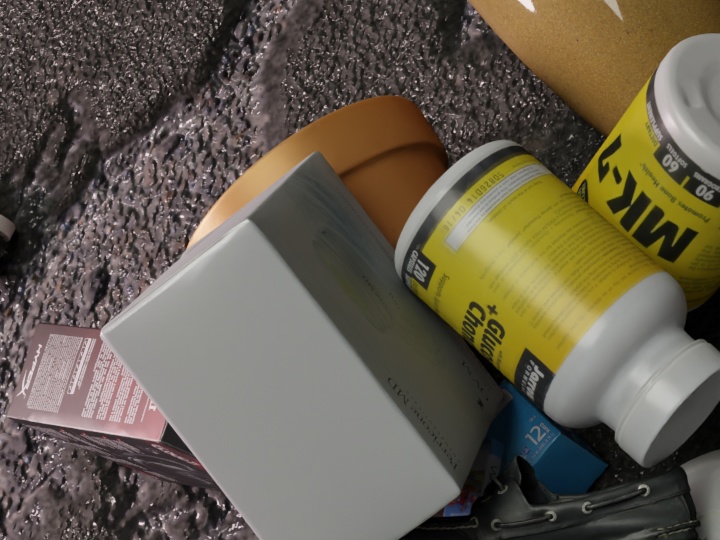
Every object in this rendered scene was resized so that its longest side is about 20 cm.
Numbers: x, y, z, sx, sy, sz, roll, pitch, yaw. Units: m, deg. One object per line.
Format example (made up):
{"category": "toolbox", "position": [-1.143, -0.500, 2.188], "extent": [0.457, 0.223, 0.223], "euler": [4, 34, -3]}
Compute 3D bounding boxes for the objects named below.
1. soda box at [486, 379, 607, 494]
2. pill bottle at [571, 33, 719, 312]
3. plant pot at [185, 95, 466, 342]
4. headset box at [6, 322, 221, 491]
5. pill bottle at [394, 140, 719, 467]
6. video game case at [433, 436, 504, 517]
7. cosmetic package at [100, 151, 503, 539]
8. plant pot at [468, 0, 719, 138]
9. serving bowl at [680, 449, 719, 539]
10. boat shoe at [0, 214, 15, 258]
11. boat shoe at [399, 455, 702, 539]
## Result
{"category": "soda box", "position": [0.065, 0.175, 1.592], "extent": [0.200, 0.068, 0.064], "euler": [-50, 49, 5]}
{"category": "pill bottle", "position": [0.196, -0.044, 1.522], "extent": [0.200, 0.114, 0.115], "euler": [-58, 41, 48]}
{"category": "plant pot", "position": [0.000, 0.000, 1.644], "extent": [0.200, 0.200, 0.140], "euler": [-42, 71, 11]}
{"category": "headset box", "position": [-0.121, 0.099, 1.667], "extent": [0.199, 0.148, 0.078], "euler": [2, 71, 49]}
{"category": "pill bottle", "position": [0.124, 0.022, 1.462], "extent": [0.200, 0.112, 0.112], "euler": [43, 96, 20]}
{"category": "video game case", "position": [0.011, 0.202, 1.560], "extent": [0.142, 0.018, 0.201], "euler": [-2, 65, 39]}
{"category": "cosmetic package", "position": [-0.028, 0.057, 1.466], "extent": [0.123, 0.200, 0.200], "euler": [-36, 95, 18]}
{"category": "plant pot", "position": [0.172, -0.178, 1.617], "extent": [0.186, 0.186, 0.201], "euler": [-34, 68, 16]}
{"category": "serving bowl", "position": [0.229, 0.196, 1.482], "extent": [0.199, 0.066, 0.201], "euler": [-13, 63, 28]}
{"category": "boat shoe", "position": [-0.367, -0.027, 1.954], "extent": [0.199, 0.074, 0.061], "euler": [10, 71, 27]}
{"category": "boat shoe", "position": [0.106, 0.145, 1.470], "extent": [0.198, 0.074, 0.067], "euler": [-2, 91, 19]}
